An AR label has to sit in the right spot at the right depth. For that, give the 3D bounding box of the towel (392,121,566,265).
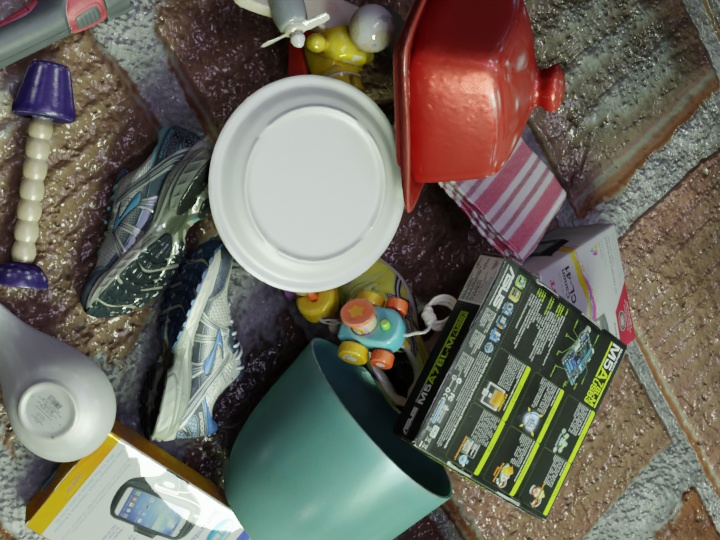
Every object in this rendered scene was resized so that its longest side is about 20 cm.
[{"bbox_3d":[0.132,-0.114,1.091,0.200,0.030,0.146,48,47,-5],"label":"towel"}]

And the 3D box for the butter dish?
[{"bbox_3d":[0.116,-0.175,0.938,0.201,0.146,0.201,87,17,-45],"label":"butter dish"}]

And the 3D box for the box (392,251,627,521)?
[{"bbox_3d":[0.151,0.115,0.988,0.193,0.047,0.201,33,79,-31],"label":"box"}]

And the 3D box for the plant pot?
[{"bbox_3d":[-0.035,0.194,0.984,0.161,0.201,0.200,-43,113,8],"label":"plant pot"}]

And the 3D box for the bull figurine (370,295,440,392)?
[{"bbox_3d":[0.102,0.102,1.123,0.199,0.065,0.123,14,82,-30],"label":"bull figurine"}]

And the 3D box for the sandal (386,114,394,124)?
[{"bbox_3d":[0.073,-0.137,1.105,0.199,0.043,0.077,-11,98,-27],"label":"sandal"}]

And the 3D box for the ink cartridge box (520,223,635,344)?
[{"bbox_3d":[0.223,0.043,1.134,0.199,0.085,0.149,-27,108,-50],"label":"ink cartridge box"}]

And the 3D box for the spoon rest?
[{"bbox_3d":[-0.299,0.082,0.893,0.099,0.061,0.200,-40,97,6],"label":"spoon rest"}]

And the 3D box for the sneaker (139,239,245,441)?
[{"bbox_3d":[-0.152,0.070,0.987,0.085,0.077,0.202,14,96,-32],"label":"sneaker"}]

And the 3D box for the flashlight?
[{"bbox_3d":[-0.301,-0.221,0.895,0.199,0.068,0.068,-31,111,-19],"label":"flashlight"}]

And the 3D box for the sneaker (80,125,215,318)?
[{"bbox_3d":[-0.204,-0.046,0.956,0.201,0.086,0.078,-53,156,3],"label":"sneaker"}]

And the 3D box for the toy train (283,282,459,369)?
[{"bbox_3d":[0.000,0.000,1.004,0.150,0.200,0.056,-38,145,-4],"label":"toy train"}]

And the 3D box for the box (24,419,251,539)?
[{"bbox_3d":[-0.201,0.237,0.963,0.200,0.041,0.119,40,94,-26],"label":"box"}]

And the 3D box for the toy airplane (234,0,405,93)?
[{"bbox_3d":[-0.023,-0.241,0.993,0.200,0.140,0.200,-53,126,-35],"label":"toy airplane"}]

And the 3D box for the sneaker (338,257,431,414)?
[{"bbox_3d":[0.027,0.058,1.033,0.075,0.076,0.201,-33,73,10],"label":"sneaker"}]

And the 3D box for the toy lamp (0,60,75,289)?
[{"bbox_3d":[-0.291,-0.085,0.908,0.058,0.058,0.202,6,91,-28],"label":"toy lamp"}]

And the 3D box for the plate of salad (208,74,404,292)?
[{"bbox_3d":[-0.049,-0.080,0.949,0.198,0.048,0.202,-3,98,-25],"label":"plate of salad"}]
